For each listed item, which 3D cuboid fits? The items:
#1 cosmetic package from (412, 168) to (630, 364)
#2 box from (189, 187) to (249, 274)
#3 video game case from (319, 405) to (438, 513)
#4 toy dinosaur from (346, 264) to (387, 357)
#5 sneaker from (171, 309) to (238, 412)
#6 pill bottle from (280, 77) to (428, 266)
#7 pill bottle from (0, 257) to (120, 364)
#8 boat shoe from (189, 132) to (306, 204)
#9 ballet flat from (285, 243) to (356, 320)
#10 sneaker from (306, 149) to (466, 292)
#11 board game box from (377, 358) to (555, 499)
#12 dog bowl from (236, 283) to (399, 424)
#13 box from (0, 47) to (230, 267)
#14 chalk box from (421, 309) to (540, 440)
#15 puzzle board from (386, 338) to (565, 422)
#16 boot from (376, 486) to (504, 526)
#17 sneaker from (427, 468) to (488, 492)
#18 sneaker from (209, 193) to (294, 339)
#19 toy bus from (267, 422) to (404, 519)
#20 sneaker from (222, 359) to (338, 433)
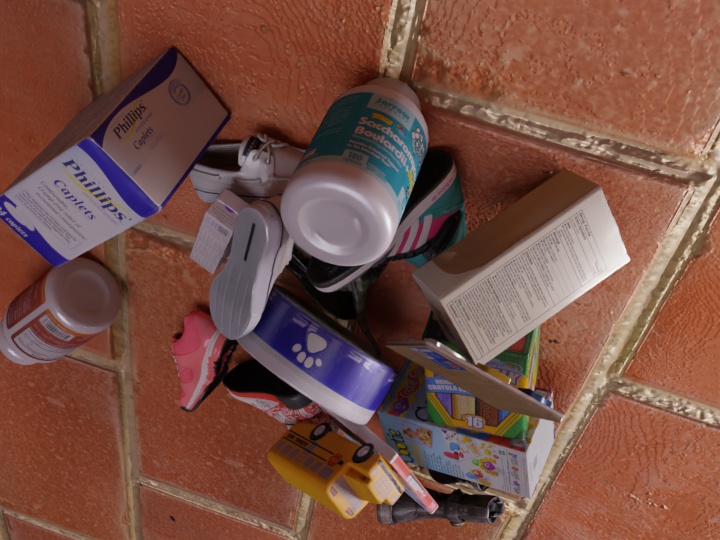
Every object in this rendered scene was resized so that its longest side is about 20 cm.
[{"bbox_3d":[0.166,-0.004,0.942,0.200,0.071,0.105,-33,120,-6],"label":"cosmetic package"},{"bbox_3d":[-0.169,-0.043,1.092,0.041,0.039,0.200,38,160,-3],"label":"box"},{"bbox_3d":[0.023,0.241,1.204,0.143,0.017,0.200,34,166,35],"label":"video game case"},{"bbox_3d":[0.000,0.000,1.083,0.047,0.088,0.201,-5,127,12],"label":"toy dinosaur"},{"bbox_3d":[-0.238,0.127,1.336,0.087,0.074,0.200,36,133,7],"label":"sneaker"},{"bbox_3d":[0.003,-0.107,0.898,0.110,0.200,0.111,11,136,11],"label":"pill bottle"},{"bbox_3d":[-0.441,0.066,1.317,0.200,0.112,0.112,-28,117,40],"label":"pill bottle"},{"bbox_3d":[-0.112,-0.119,1.034,0.199,0.071,0.070,4,137,28],"label":"boat shoe"},{"bbox_3d":[-0.060,-0.016,1.113,0.200,0.068,0.068,41,125,-18],"label":"ballet flat"},{"bbox_3d":[0.041,-0.025,0.998,0.084,0.200,0.121,41,169,46],"label":"sneaker"},{"bbox_3d":[0.139,0.200,1.187,0.199,0.103,0.105,12,138,25],"label":"board game box"},{"bbox_3d":[-0.053,0.101,1.131,0.200,0.079,0.200,35,180,0],"label":"dog bowl"},{"bbox_3d":[-0.273,-0.122,1.011,0.200,0.184,0.105,-22,120,37],"label":"box"},{"bbox_3d":[0.146,0.082,1.078,0.123,0.125,0.200,9,136,15],"label":"chalk box"},{"bbox_3d":[0.112,0.107,0.944,0.150,0.017,0.200,30,171,-5],"label":"puzzle board"},{"bbox_3d":[0.123,0.344,1.335,0.173,0.070,0.200,-1,173,13],"label":"boot"},{"bbox_3d":[0.157,0.271,1.286,0.077,0.082,0.200,36,136,-14],"label":"sneaker"},{"bbox_3d":[-0.113,0.000,1.031,0.073,0.071,0.200,44,133,19],"label":"sneaker"},{"bbox_3d":[-0.033,0.246,1.135,0.200,0.078,0.065,10,138,58],"label":"toy bus"},{"bbox_3d":[-0.112,0.192,1.290,0.201,0.067,0.108,4,130,50],"label":"sneaker"}]
